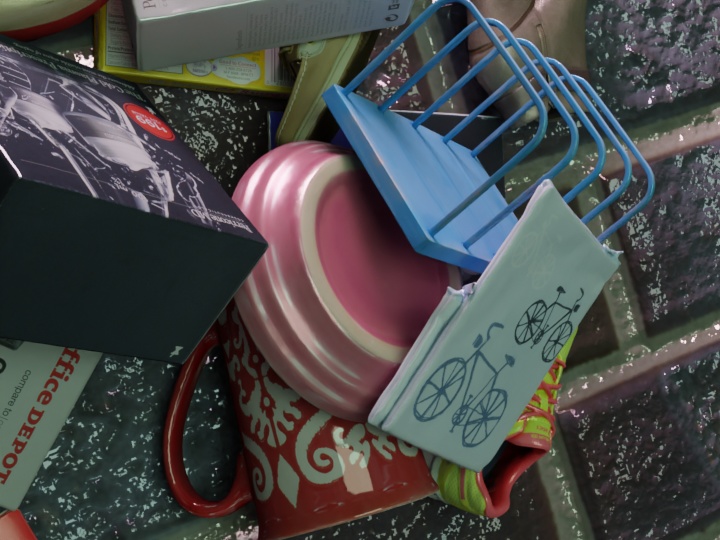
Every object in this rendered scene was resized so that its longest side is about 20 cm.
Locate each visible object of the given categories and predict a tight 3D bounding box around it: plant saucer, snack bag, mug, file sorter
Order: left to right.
[{"bbox_3d":[-0.054,0.083,0.941,0.177,0.133,0.200,-13,83,-21],"label":"mug"},{"bbox_3d":[0.000,0.000,0.896,0.200,0.051,0.201,24,53,-36],"label":"plant saucer"},{"bbox_3d":[0.099,-0.085,0.927,0.200,0.123,0.139,17,39,-56],"label":"file sorter"},{"bbox_3d":[0.099,0.043,0.914,0.200,0.021,0.189,-56,149,0],"label":"snack bag"}]

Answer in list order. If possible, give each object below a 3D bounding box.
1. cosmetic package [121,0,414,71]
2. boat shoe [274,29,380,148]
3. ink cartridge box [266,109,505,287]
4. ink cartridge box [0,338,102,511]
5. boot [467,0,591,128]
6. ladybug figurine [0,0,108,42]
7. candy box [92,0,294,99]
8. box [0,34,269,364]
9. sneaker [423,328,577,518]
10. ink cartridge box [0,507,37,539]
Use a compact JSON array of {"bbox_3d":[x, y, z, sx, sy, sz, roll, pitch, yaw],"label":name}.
[{"bbox_3d":[-0.069,-0.214,0.930,0.200,0.074,0.102,-13,71,-13],"label":"cosmetic package"},{"bbox_3d":[-0.028,-0.170,0.996,0.066,0.074,0.200,20,66,6],"label":"boat shoe"},{"bbox_3d":[0.026,-0.029,1.049,0.200,0.043,0.199,-1,86,-27],"label":"ink cartridge box"},{"bbox_3d":[-0.276,0.044,0.834,0.200,0.084,0.145,28,92,-28],"label":"ink cartridge box"},{"bbox_3d":[0.166,-0.201,1.119,0.200,0.070,0.147,-20,94,-32],"label":"boot"},{"bbox_3d":[-0.240,-0.196,0.857,0.199,0.072,0.136,-4,54,-5],"label":"ladybug figurine"},{"bbox_3d":[-0.103,-0.186,1.006,0.200,0.026,0.102,3,80,-27],"label":"candy box"},{"bbox_3d":[-0.189,-0.049,0.800,0.200,0.182,0.104,14,119,-53],"label":"box"},{"bbox_3d":[0.126,0.105,1.033,0.078,0.090,0.200,24,93,-36],"label":"sneaker"},{"bbox_3d":[-0.284,0.250,0.846,0.200,0.067,0.116,-33,101,-26],"label":"ink cartridge box"}]
